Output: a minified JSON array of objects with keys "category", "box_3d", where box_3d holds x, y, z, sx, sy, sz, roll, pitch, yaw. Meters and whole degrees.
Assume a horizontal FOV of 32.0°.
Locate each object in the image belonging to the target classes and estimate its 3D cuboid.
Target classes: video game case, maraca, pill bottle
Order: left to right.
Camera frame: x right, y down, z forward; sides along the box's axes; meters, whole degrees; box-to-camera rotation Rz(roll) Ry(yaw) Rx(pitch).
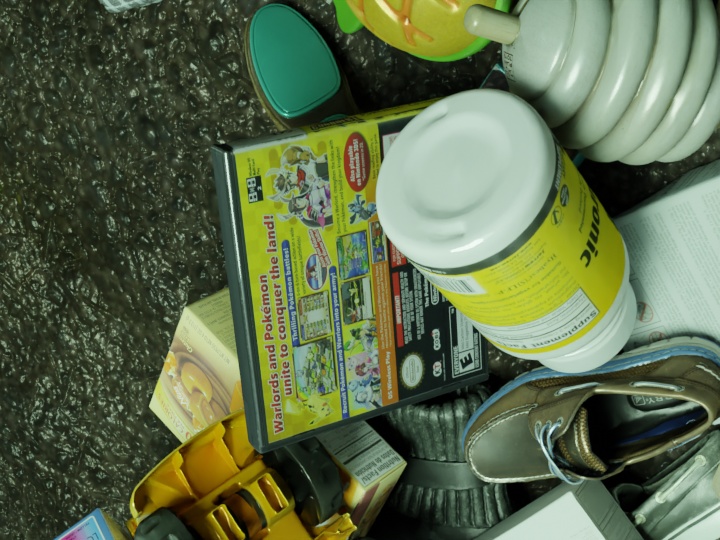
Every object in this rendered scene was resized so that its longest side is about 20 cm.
[{"category":"video game case","box_3d":[0.000,0.000,0.818,0.025,0.179,0.203,28,128,57]},{"category":"maraca","box_3d":[0.028,-0.207,0.816,0.199,0.106,0.139,20,121,49]},{"category":"pill bottle","box_3d":[0.100,-0.013,0.772,0.110,0.113,0.200,-5,151,30]}]

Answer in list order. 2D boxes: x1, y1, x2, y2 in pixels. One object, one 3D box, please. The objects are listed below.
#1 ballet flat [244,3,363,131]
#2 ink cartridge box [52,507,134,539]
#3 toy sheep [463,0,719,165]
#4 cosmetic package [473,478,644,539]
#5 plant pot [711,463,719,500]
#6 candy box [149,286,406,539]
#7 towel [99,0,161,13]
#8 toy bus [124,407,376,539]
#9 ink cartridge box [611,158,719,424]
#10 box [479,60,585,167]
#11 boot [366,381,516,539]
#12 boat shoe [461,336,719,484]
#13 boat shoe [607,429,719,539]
[{"category":"ballet flat","box_3d":[-0.025,-0.101,0.901,0.201,0.067,0.073,54,163,24]},{"category":"ink cartridge box","box_3d":[-0.143,0.279,0.857,0.200,0.076,0.137,47,171,43]},{"category":"toy sheep","box_3d":[0.153,-0.131,0.751,0.197,0.139,0.139,13,122,-15]},{"category":"cosmetic package","box_3d":[0.107,0.227,0.892,0.199,0.051,0.083,-39,84,31]},{"category":"plant pot","box_3d":[0.337,0.115,0.682,0.197,0.178,0.202,11,118,-7]},{"category":"candy box","box_3d":[-0.068,0.123,0.951,0.200,0.055,0.116,42,131,20]},{"category":"towel","box_3d":[-0.143,-0.299,0.881,0.164,0.085,0.203,-12,104,31]},{"category":"toy bus","box_3d":[-0.077,0.219,0.881,0.201,0.135,0.192,55,151,7]},{"category":"ink cartridge box","box_3d":[0.233,0.019,0.838,0.199,0.057,0.164,-23,98,55]},{"category":"box","box_3d":[0.083,-0.047,0.879,0.082,0.049,0.201,39,124,10]},{"category":"boot","box_3d":[0.029,0.167,0.980,0.209,0.079,0.160,-14,106,27]},{"category":"boat shoe","box_3d":[0.148,0.101,0.834,0.198,0.072,0.073,-27,101,28]},{"category":"boat shoe","box_3d":[0.197,0.183,0.903,0.200,0.071,0.064,-42,88,27]}]
